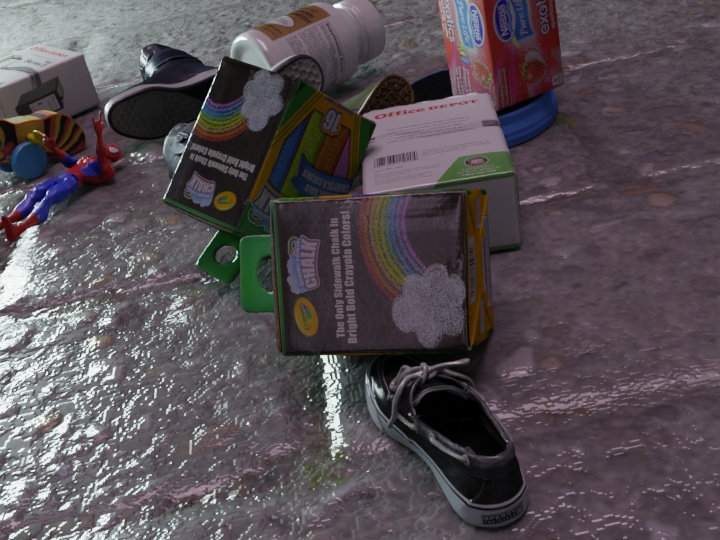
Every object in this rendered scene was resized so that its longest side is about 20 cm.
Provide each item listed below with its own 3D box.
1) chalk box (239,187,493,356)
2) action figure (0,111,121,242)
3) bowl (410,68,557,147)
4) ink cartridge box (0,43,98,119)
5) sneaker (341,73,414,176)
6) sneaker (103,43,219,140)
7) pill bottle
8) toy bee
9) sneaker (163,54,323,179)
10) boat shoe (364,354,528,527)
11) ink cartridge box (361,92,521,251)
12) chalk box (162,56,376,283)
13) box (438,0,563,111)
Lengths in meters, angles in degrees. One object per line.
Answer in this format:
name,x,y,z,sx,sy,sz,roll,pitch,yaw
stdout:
chalk box,0.000,0.000,0.854,0.198,0.126,0.124,-1,3,16
action figure,-0.365,-0.124,1.261,0.065,0.100,0.200,12,35,33
bowl,0.136,-0.199,1.266,0.198,0.040,0.201,-9,30,5
ink cartridge box,-0.507,-0.252,1.535,0.199,0.085,0.145,-33,36,-33
sneaker,-0.023,-0.143,1.213,0.200,0.067,0.090,-46,12,-24
sneaker,-0.288,-0.247,1.443,0.201,0.078,0.146,-23,42,-38
pill bottle,-0.067,-0.297,1.427,0.199,0.115,0.114,-31,35,-31
toy bee,-0.446,-0.167,1.348,0.130,0.110,0.200,4,33,22
sneaker,-0.140,-0.167,1.197,0.203,0.077,0.146,-53,35,-10
boat shoe,0.053,0.099,0.758,0.073,0.069,0.200,-17,30,-11
ink cartridge box,0.077,-0.096,1.066,0.144,0.085,0.201,-8,30,5
chalk box,-0.096,-0.084,1.031,0.124,0.202,0.123,24,2,43
box,0.152,-0.293,1.178,0.099,0.202,0.095,-24,30,-21
